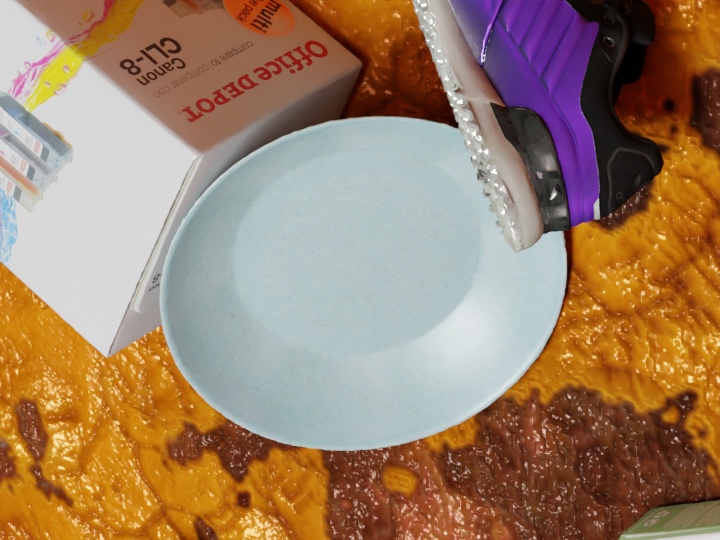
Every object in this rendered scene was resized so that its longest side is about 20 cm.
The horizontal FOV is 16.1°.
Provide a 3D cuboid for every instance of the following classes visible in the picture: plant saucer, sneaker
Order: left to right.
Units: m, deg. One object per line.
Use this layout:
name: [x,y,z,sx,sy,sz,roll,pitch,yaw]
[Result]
plant saucer: [0.000,0.000,1.239,0.199,0.039,0.202,-5,126,-6]
sneaker: [0.081,-0.112,1.155,0.070,0.099,0.201,74,177,-72]

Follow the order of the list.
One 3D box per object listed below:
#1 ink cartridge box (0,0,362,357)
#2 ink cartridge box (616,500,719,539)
ink cartridge box: [-0.130,-0.090,1.275,0.200,0.145,0.145,41,131,14]
ink cartridge box: [0.224,0.177,1.190,0.199,0.048,0.146,-13,103,46]
